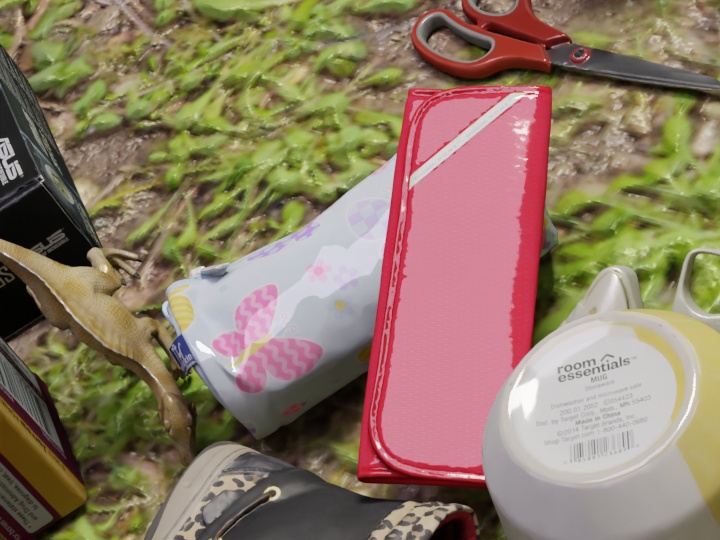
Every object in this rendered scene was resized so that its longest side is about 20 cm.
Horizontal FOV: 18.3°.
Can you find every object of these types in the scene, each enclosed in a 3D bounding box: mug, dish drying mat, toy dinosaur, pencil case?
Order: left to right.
[{"bbox_3d":[-0.146,0.015,1.155,0.058,0.200,0.101,-50,5,7],"label":"toy dinosaur"},{"bbox_3d":[0.000,0.000,1.124,0.200,0.083,0.091,-32,62,1],"label":"pencil case"},{"bbox_3d":[0.045,0.004,1.051,0.077,0.018,0.200,2,67,15],"label":"dish drying mat"},{"bbox_3d":[0.135,0.081,0.932,0.187,0.153,0.149,-48,46,-14],"label":"mug"}]

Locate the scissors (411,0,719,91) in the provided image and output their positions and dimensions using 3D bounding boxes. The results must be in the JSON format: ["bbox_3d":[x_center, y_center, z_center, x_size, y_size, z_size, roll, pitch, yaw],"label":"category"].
[{"bbox_3d":[0.106,-0.111,1.209,0.073,0.014,0.200,-43,46,-12],"label":"scissors"}]

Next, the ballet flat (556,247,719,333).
[{"bbox_3d":[0.151,0.027,1.020,0.200,0.075,0.068,-8,11,24],"label":"ballet flat"}]

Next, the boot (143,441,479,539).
[{"bbox_3d":[-0.042,0.173,1.016,0.150,0.073,0.200,6,52,33],"label":"boot"}]

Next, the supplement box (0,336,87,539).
[{"bbox_3d":[-0.264,0.106,1.154,0.200,0.131,0.103,-32,43,1],"label":"supplement box"}]

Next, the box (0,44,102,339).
[{"bbox_3d":[-0.256,-0.041,1.302,0.164,0.086,0.200,-31,45,2],"label":"box"}]
